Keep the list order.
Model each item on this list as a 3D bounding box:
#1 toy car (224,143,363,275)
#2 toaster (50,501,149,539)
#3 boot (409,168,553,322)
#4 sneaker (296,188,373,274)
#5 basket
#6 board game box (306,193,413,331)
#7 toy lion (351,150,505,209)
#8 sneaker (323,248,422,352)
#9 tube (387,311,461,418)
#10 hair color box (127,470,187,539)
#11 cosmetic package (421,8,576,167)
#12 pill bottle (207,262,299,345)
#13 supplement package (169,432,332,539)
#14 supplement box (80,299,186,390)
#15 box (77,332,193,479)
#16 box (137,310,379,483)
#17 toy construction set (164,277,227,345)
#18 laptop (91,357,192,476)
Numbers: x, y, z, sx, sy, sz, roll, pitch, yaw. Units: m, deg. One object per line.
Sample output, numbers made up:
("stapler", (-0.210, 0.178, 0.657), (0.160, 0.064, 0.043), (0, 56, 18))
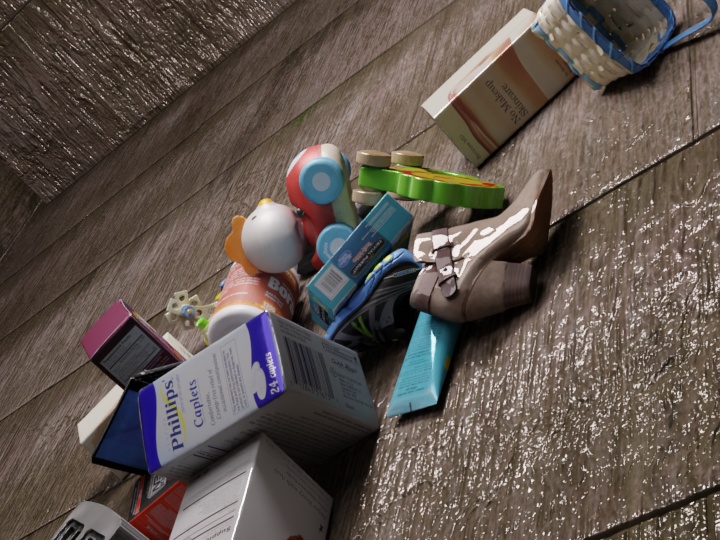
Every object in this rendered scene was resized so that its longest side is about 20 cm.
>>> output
("toy car", (-0.101, -0.070, 1.712), (0.197, 0.180, 0.184), (-14, 8, 5))
("toaster", (-0.311, 0.380, 1.456), (0.201, 0.119, 0.180), (-52, 23, -19))
("boot", (0.133, -0.032, 1.378), (0.144, 0.071, 0.202), (0, 52, 24))
("sneaker", (-0.047, -0.078, 1.844), (0.199, 0.091, 0.076), (-37, 20, 18))
("basket", (0.316, -0.332, 1.508), (0.140, 0.176, 0.200), (-52, 10, -28))
("board game box", (0.000, 0.000, 1.547), (0.151, 0.047, 0.200), (-49, -9, -10))
("toy lion", (0.098, -0.109, 1.571), (0.189, 0.070, 0.199), (11, 9, 21))
("sneaker", (0.015, 0.068, 1.476), (0.201, 0.083, 0.071), (-53, -10, 20))
("tube", (0.083, 0.075, 1.382), (0.077, 0.050, 0.202), (-28, 31, 46))
("hair color box", (-0.204, 0.255, 1.563), (0.199, 0.061, 0.102), (-40, 21, 11))
("cosmetic package", (0.194, -0.253, 1.697), (0.200, 0.103, 0.087), (-44, 20, 7))
("pill bottle", (-0.148, 0.044, 1.776), (0.112, 0.112, 0.201), (-33, 24, 27))
("supplement package", (-0.119, 0.292, 1.247), (0.119, 0.121, 0.201), (-33, 24, 26))
("supplement box", (-0.291, 0.145, 1.734), (0.086, 0.200, 0.110), (-46, 21, -6))
("box", (-0.324, 0.203, 1.845), (0.200, 0.095, 0.078), (-47, 21, -1))
("box", (-0.114, 0.155, 1.362), (0.198, 0.183, 0.106), (-32, 57, 22))
("toy construction set", (-0.221, 0.072, 1.911), (0.132, 0.092, 0.199), (-50, 32, -14))
("laptop", (-0.218, 0.195, 1.584), (0.197, 0.177, 0.105), (-15, 66, 25))
